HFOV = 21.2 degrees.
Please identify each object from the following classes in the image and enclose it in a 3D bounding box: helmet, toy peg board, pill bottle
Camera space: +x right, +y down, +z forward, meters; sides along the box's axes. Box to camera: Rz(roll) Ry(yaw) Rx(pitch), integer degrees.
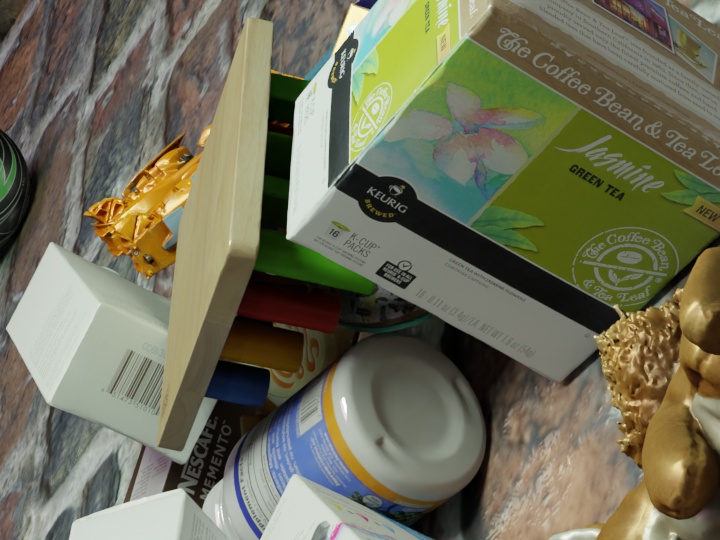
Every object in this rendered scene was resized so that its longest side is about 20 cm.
[{"bbox_3d":[-0.536,-0.107,2.569,0.200,0.191,0.200,-38,-4,-3],"label":"helmet"},{"bbox_3d":[-0.055,-0.014,1.221,0.200,0.097,0.201,114,164,-46],"label":"toy peg board"},{"bbox_3d":[-0.019,0.131,1.236,0.200,0.112,0.113,-42,30,44],"label":"pill bottle"}]

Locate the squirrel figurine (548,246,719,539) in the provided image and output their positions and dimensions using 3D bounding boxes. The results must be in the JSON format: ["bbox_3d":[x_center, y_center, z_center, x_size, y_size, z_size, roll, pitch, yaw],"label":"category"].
[{"bbox_3d":[0.169,0.083,0.883,0.200,0.141,0.187,-75,10,-63],"label":"squirrel figurine"}]

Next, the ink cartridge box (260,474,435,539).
[{"bbox_3d":[0.024,0.191,1.065,0.068,0.115,0.200,-62,22,2],"label":"ink cartridge box"}]

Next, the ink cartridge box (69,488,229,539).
[{"bbox_3d":[-0.093,0.249,1.127,0.085,0.200,0.147,-16,42,21],"label":"ink cartridge box"}]

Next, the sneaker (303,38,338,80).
[{"bbox_3d":[0.019,-0.159,1.539,0.200,0.081,0.076,-48,16,-16],"label":"sneaker"}]

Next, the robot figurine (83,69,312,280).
[{"bbox_3d":[-0.104,-0.079,1.414,0.200,0.058,0.145,-42,23,-10],"label":"robot figurine"}]

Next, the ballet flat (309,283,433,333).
[{"bbox_3d":[0.000,0.000,1.257,0.072,0.072,0.200,-64,11,-2],"label":"ballet flat"}]

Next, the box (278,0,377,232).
[{"bbox_3d":[0.001,-0.104,1.371,0.201,0.041,0.119,-67,-19,7],"label":"box"}]

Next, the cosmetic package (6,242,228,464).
[{"bbox_3d":[-0.176,0.055,1.373,0.082,0.112,0.200,-62,21,2],"label":"cosmetic package"}]

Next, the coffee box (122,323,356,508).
[{"bbox_3d":[-0.087,0.103,1.417,0.080,0.114,0.201,-26,42,57],"label":"coffee box"}]

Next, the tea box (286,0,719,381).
[{"bbox_3d":[0.093,-0.075,1.099,0.197,0.199,0.134,-48,26,34],"label":"tea box"}]
